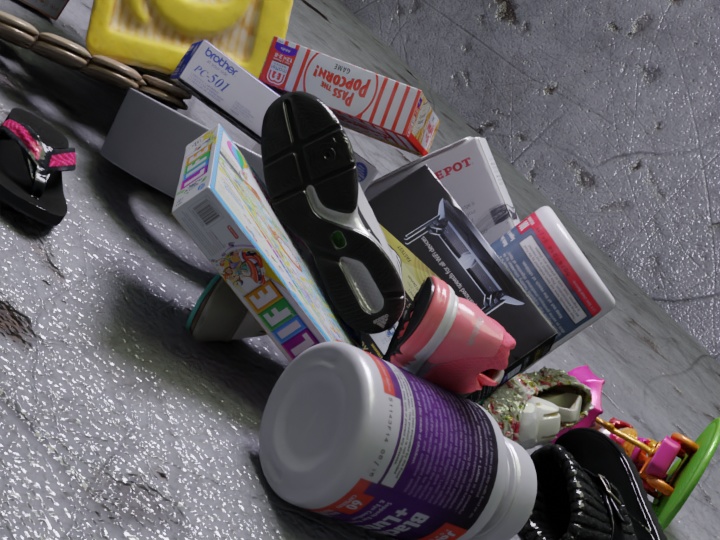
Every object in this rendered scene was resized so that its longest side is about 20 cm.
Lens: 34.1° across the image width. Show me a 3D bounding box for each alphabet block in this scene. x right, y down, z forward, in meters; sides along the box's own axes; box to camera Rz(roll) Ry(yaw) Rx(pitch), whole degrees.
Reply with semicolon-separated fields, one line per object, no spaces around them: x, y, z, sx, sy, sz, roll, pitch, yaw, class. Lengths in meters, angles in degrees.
-0.170;-0.288;1.214;0.192;0.200;0.200;10;3;-12;alphabet block

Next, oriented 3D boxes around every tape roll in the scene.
-0.133;-0.090;1.061;0.198;0.067;0.200;28;3;-2;tape roll

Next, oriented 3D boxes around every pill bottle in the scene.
0.133;0.042;1.131;0.120;0.199;0.120;52;9;-12;pill bottle
0.034;0.133;0.831;0.199;0.112;0.112;27;19;-38;pill bottle

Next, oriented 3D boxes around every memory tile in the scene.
-0.260;-0.197;1.106;0.198;0.017;0.153;23;0;-19;memory tile

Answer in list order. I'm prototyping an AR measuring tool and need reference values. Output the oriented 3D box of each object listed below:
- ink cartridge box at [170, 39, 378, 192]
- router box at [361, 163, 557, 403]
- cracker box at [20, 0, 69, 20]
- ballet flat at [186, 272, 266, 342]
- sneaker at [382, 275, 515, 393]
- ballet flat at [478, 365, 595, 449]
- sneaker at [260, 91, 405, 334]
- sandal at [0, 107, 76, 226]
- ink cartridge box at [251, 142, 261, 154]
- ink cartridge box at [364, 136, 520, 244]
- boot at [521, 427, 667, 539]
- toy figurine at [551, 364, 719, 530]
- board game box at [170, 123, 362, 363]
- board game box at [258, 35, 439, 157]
-0.082;-0.138;1.097;0.199;0.045;0.094;35;-1;-17;ink cartridge box
0.052;0.029;1.041;0.201;0.156;0.052;54;-13;19;router box
-0.420;-0.370;1.294;0.199;0.058;0.134;27;18;-43;cracker box
-0.085;0.020;0.947;0.063;0.068;0.200;29;14;-1;ballet flat
0.062;0.072;0.891;0.086;0.075;0.200;25;-17;0;sneaker
0.165;0.130;1.091;0.063;0.077;0.199;10;14;29;ballet flat
-0.021;-0.042;0.959;0.115;0.075;0.203;30;37;-85;sneaker
-0.255;-0.096;0.919;0.075;0.045;0.201;33;16;-24;sandal
-0.062;-0.090;1.334;0.200;0.068;0.116;45;16;20;ink cartridge box
0.103;-0.024;1.253;0.203;0.144;0.083;67;15;0;ink cartridge box
0.199;0.202;1.099;0.157;0.080;0.212;31;18;-31;boot
0.284;0.184;1.314;0.183;0.151;0.200;33;-9;11;toy figurine
-0.065;-0.002;0.890;0.201;0.034;0.135;54;12;-22;board game box
-0.005;-0.168;1.162;0.150;0.047;0.200;22;3;9;board game box
